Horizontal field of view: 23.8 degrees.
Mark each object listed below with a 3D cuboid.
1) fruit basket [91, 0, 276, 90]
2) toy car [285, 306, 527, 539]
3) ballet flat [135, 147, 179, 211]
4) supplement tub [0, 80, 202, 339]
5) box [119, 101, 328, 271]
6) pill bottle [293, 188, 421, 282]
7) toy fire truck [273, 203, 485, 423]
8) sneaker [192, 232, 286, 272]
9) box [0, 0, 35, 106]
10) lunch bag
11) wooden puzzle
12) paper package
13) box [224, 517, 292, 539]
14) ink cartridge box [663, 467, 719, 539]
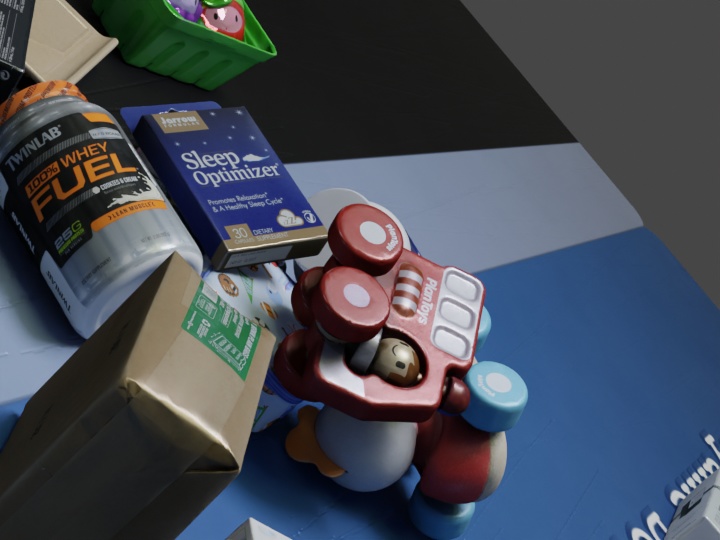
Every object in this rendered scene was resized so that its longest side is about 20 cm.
[{"bbox_3d":[-0.174,-0.321,1.897,0.215,0.215,0.156,12,40,-57],"label":"fruit basket"},{"bbox_3d":[0.021,0.137,1.566,0.198,0.185,0.178,-1,44,-25],"label":"toy car"},{"bbox_3d":[-0.151,-0.083,1.616,0.198,0.071,0.069,20,36,-16],"label":"ballet flat"},{"bbox_3d":[-0.227,-0.052,1.416,0.201,0.122,0.122,54,22,20],"label":"supplement tub"},{"bbox_3d":[-0.126,-0.090,1.558,0.120,0.033,0.201,-10,54,-42],"label":"box"},{"bbox_3d":[0.000,0.000,1.689,0.120,0.119,0.200,58,2,27],"label":"pill bottle"},{"bbox_3d":[0.026,0.050,1.477,0.167,0.112,0.201,24,42,-10],"label":"toy fire truck"},{"bbox_3d":[-0.133,-0.078,1.692,0.200,0.091,0.078,50,22,7],"label":"sneaker"},{"bbox_3d":[-0.362,-0.219,1.482,0.140,0.079,0.201,27,27,-21],"label":"box"},{"bbox_3d":[-0.096,0.054,1.556,0.160,0.075,0.200,47,22,-6],"label":"lunch bag"},{"bbox_3d":[-0.346,-0.258,1.686,0.200,0.037,0.185,40,22,-8],"label":"wooden puzzle"},{"bbox_3d":[-0.159,0.113,1.154,0.103,0.191,0.200,42,20,-13],"label":"paper package"},{"bbox_3d":[-0.056,0.289,1.165,0.112,0.101,0.201,33,25,-33],"label":"box"},{"bbox_3d":[0.452,0.345,2.091,0.147,0.083,0.200,49,21,5],"label":"ink cartridge box"}]
